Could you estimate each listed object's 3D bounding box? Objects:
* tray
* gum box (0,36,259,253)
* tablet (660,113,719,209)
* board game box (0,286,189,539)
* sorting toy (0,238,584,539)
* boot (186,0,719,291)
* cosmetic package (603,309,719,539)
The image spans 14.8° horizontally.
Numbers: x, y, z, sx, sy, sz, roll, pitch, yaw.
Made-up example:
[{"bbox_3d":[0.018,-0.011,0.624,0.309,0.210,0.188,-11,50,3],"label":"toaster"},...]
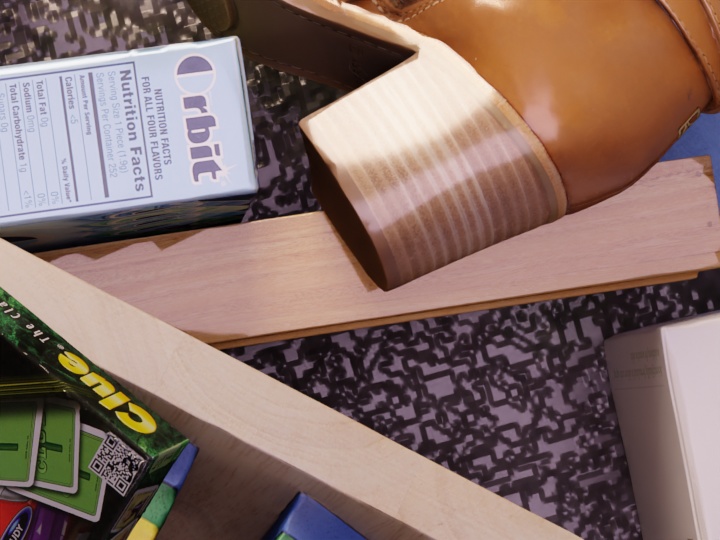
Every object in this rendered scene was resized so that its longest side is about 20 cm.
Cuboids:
[{"bbox_3d":[0.000,0.000,0.820,0.198,0.099,0.037,-8,89,-5],"label":"tray"},{"bbox_3d":[-0.131,-0.023,0.777,0.198,0.170,0.045,-7,87,-4],"label":"gum box"},{"bbox_3d":[0.127,-0.117,0.823,0.130,0.014,0.200,41,120,-3],"label":"tablet"},{"bbox_3d":[-0.130,0.087,0.669,0.105,0.023,0.201,38,114,15],"label":"board game box"},{"bbox_3d":[-0.047,0.089,0.756,0.198,0.200,0.070,27,69,-2],"label":"sorting toy"},{"bbox_3d":[0.027,-0.108,0.775,0.155,0.077,0.201,-30,68,-10],"label":"boot"},{"bbox_3d":[0.182,0.040,0.829,0.198,0.108,0.086,-10,88,-6],"label":"cosmetic package"}]
